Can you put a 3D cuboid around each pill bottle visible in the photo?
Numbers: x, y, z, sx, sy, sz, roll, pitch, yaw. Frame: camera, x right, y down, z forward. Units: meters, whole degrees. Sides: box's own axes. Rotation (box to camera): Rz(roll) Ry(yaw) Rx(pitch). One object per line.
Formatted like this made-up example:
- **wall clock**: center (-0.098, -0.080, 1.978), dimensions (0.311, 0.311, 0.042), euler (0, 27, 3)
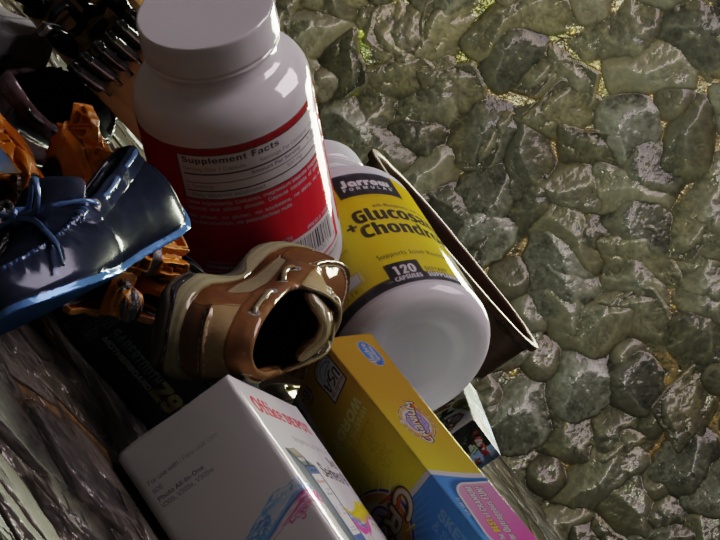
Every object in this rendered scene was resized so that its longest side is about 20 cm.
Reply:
- **pill bottle**: center (0.000, 0.000, 1.797), dimensions (0.112, 0.112, 0.200), euler (49, 6, -43)
- **pill bottle**: center (-0.079, -0.081, 1.673), dimensions (0.112, 0.112, 0.200), euler (-122, -164, -49)

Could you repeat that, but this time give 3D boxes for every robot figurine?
- **robot figurine**: center (-0.171, -0.036, 1.611), dimensions (0.145, 0.058, 0.200), euler (7, 28, -35)

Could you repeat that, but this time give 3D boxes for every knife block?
- **knife block**: center (-0.179, -0.171, 1.781), dimensions (0.176, 0.064, 0.200), euler (48, 3, -22)

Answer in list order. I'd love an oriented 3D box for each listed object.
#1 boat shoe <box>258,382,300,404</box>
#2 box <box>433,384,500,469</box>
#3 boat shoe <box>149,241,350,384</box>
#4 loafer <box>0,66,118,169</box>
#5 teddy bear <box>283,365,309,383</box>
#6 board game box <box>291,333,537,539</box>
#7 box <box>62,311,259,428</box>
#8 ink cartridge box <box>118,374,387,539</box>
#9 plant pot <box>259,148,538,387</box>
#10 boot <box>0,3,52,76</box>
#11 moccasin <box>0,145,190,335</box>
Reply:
- **boat shoe**: center (-0.050, 0.107, 1.859), dimensions (0.200, 0.072, 0.060), euler (20, 46, -86)
- **box**: center (0.036, 0.144, 2.119), dimensions (0.038, 0.137, 0.200), euler (54, 4, -11)
- **boat shoe**: center (-0.049, 0.032, 1.591), dimensions (0.074, 0.076, 0.200), euler (12, 16, 23)
- **loafer**: center (-0.202, -0.102, 1.766), dimensions (0.072, 0.063, 0.200), euler (52, 20, 9)
- **teddy bear**: center (-0.087, 0.025, 1.908), dimensions (0.200, 0.067, 0.145), euler (43, -10, -4)
- **board game box**: center (0.016, 0.160, 1.643), dimensions (0.040, 0.153, 0.200), euler (-5, 42, -40)
- **box**: center (-0.128, 0.033, 1.736), dimensions (0.158, 0.051, 0.200), euler (52, 11, -25)
- **ink cartridge box**: center (-0.035, 0.168, 1.528), dimensions (0.200, 0.087, 0.145), euler (53, 5, 18)
- **plant pot**: center (-0.001, 0.045, 2.080), dimensions (0.200, 0.198, 0.200), euler (50, 4, -5)
- **boot**: center (-0.279, -0.158, 1.749), dimensions (0.096, 0.074, 0.200), euler (32, 6, 13)
- **moccasin**: center (-0.167, -0.017, 1.460), dimensions (0.068, 0.080, 0.200), euler (62, 25, -4)
